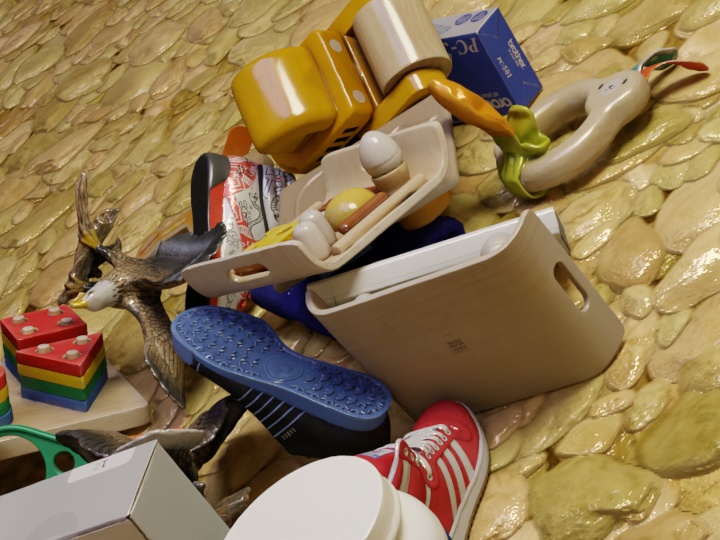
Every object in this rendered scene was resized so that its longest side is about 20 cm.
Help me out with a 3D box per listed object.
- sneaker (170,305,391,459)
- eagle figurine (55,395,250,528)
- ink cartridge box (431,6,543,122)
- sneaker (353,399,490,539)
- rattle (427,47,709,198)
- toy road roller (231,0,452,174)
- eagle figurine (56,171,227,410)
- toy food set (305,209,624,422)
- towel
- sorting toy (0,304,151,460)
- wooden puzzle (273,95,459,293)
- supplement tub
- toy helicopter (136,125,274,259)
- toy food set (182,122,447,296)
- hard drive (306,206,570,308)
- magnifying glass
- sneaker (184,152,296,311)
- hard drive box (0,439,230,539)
[{"bbox_3d":[-0.065,0.098,1.550,0.199,0.078,0.070,25,43,25],"label":"sneaker"},{"bbox_3d":[-0.153,0.159,1.586,0.151,0.151,0.200,-51,29,17],"label":"eagle figurine"},{"bbox_3d":[0.072,-0.190,1.907,0.199,0.094,0.044,-3,38,47],"label":"ink cartridge box"},{"bbox_3d":[0.032,0.137,1.423,0.071,0.113,0.201,-21,31,26],"label":"sneaker"},{"bbox_3d":[0.178,-0.168,1.711,0.199,0.143,0.130,-36,8,15],"label":"rattle"},{"bbox_3d":[-0.026,-0.169,1.840,0.200,0.145,0.124,-44,61,39],"label":"toy road roller"},{"bbox_3d":[-0.194,0.022,1.804,0.199,0.152,0.151,22,58,35],"label":"eagle figurine"},{"bbox_3d":[0.077,0.035,1.491,0.199,0.144,0.061,-19,40,31],"label":"toy food set"},{"bbox_3d":[0.000,0.000,1.754,0.148,0.050,0.200,-47,27,-13],"label":"towel"},{"bbox_3d":[-0.320,0.100,1.845,0.198,0.070,0.199,-12,20,-21],"label":"sorting toy"},{"bbox_3d":[0.010,-0.064,1.739,0.184,0.046,0.200,-31,23,16],"label":"wooden puzzle"},{"bbox_3d":[0.014,0.225,1.212,0.144,0.201,0.145,-27,29,16],"label":"supplement tub"},{"bbox_3d":[-0.158,-0.063,2.010,0.199,0.079,0.133,-32,31,38],"label":"toy helicopter"},{"bbox_3d":[-0.036,-0.051,1.584,0.143,0.061,0.200,-13,20,45],"label":"toy food set"},{"bbox_3d":[0.065,-0.002,1.575,0.198,0.027,0.132,-18,-8,7],"label":"hard drive"},{"bbox_3d":[-0.248,0.165,1.727,0.198,0.080,0.022,-10,-1,4],"label":"magnifying glass"},{"bbox_3d":[-0.103,-0.007,1.857,0.067,0.107,0.203,-31,55,59],"label":"sneaker"},{"bbox_3d":[-0.154,0.233,1.399,0.155,0.201,0.077,-20,31,28],"label":"hard drive box"}]
